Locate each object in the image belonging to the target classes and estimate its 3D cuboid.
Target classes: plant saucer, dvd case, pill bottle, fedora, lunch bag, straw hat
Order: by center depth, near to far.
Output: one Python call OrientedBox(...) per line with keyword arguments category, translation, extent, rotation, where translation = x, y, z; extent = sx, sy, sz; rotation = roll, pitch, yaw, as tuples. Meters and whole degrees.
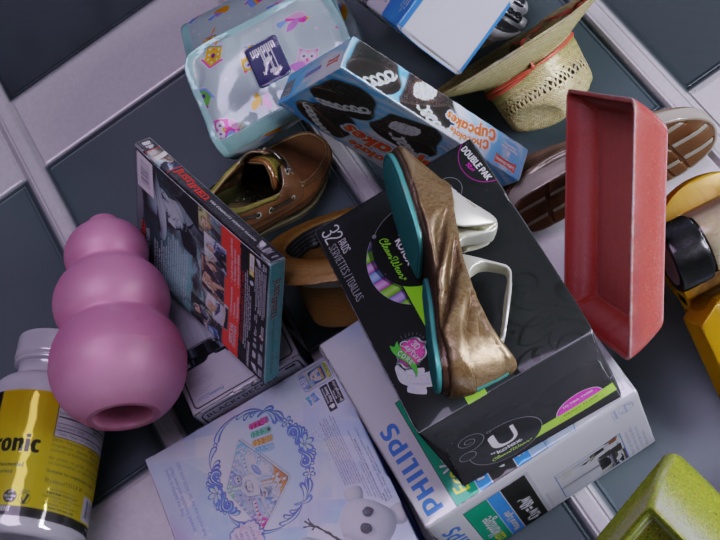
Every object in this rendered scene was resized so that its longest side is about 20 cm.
OrientedBox(category="plant saucer", translation=(0.232, 0.273, 1.055), extent=(0.200, 0.048, 0.200), rotation=(46, 110, 32))
OrientedBox(category="plant saucer", translation=(0.209, -0.045, 1.157), extent=(0.037, 0.200, 0.201), rotation=(-2, 100, -6))
OrientedBox(category="dvd case", translation=(-0.138, -0.010, 1.262), extent=(0.022, 0.146, 0.200), rotation=(-28, 52, -32))
OrientedBox(category="fedora", translation=(0.000, 0.000, 1.276), extent=(0.200, 0.082, 0.201), rotation=(-12, 17, 4))
OrientedBox(category="pill bottle", translation=(-0.297, 0.161, 1.321), extent=(0.111, 0.111, 0.200), rotation=(-4, 63, 19))
OrientedBox(category="straw hat", translation=(0.167, -0.179, 1.325), extent=(0.201, 0.201, 0.085), rotation=(-33, 98, 2))
OrientedBox(category="lunch bag", translation=(-0.080, -0.204, 1.387), extent=(0.170, 0.122, 0.200), rotation=(-26, 33, 9))

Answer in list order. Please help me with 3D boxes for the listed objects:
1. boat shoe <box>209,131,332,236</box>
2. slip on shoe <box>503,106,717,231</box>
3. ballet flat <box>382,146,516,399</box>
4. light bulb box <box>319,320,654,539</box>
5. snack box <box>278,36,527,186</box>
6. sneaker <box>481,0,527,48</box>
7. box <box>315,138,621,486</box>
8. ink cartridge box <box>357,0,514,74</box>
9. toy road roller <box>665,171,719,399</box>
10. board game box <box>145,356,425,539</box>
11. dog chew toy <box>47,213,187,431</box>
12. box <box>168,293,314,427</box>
OrientedBox(category="boat shoe", translation=(-0.087, -0.081, 1.346), extent=(0.072, 0.068, 0.200), rotation=(32, 50, 12))
OrientedBox(category="slip on shoe", translation=(0.222, -0.103, 1.285), extent=(0.200, 0.076, 0.061), rotation=(-27, 42, 12))
OrientedBox(category="ballet flat", translation=(0.069, -0.004, 1.006), extent=(0.072, 0.068, 0.200), rotation=(-8, 59, -7))
OrientedBox(category="light bulb box", translation=(0.105, 0.104, 1.189), extent=(0.200, 0.125, 0.198), rotation=(-34, 58, 1))
OrientedBox(category="snack box", translation=(0.038, -0.129, 1.271), extent=(0.116, 0.200, 0.037), rotation=(-19, 47, 58))
OrientedBox(category="sneaker", translation=(0.136, -0.298, 1.413), extent=(0.081, 0.075, 0.200), rotation=(-36, 25, 54))
OrientedBox(category="box", translation=(0.082, 0.033, 1.087), extent=(0.148, 0.124, 0.200), rotation=(-31, 56, 4))
OrientedBox(category="ink cartridge box", translation=(0.074, -0.286, 1.326), extent=(0.147, 0.086, 0.200), rotation=(-54, 29, 8))
OrientedBox(category="toy road roller", translation=(0.318, 0.014, 1.171), extent=(0.123, 0.146, 0.200), rotation=(-26, 95, -1))
OrientedBox(category="board game box", translation=(-0.069, 0.206, 1.251), extent=(0.199, 0.043, 0.200), rotation=(-29, 58, 4))
OrientedBox(category="dog chew toy", translation=(-0.225, 0.041, 1.282), extent=(0.124, 0.125, 0.200), rotation=(-17, 64, 12))
OrientedBox(category="box", translation=(-0.133, 0.043, 1.348), extent=(0.116, 0.060, 0.200), rotation=(-31, 57, 3))
